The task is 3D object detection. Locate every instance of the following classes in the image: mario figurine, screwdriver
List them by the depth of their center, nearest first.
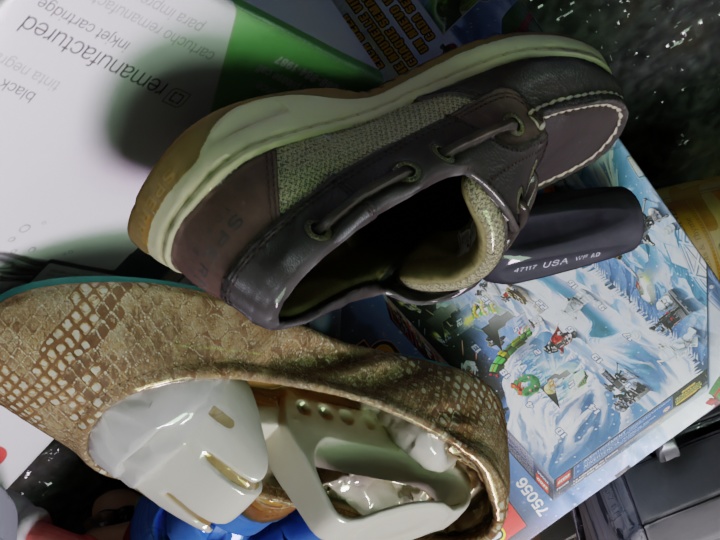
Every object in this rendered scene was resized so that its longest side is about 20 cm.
[{"bbox_3d":[0.000,0.000,0.834,0.199,0.028,0.029,-11,175,-17],"label":"screwdriver"},{"bbox_3d":[-0.072,0.095,0.992,0.200,0.123,0.106,-38,-171,42],"label":"mario figurine"}]

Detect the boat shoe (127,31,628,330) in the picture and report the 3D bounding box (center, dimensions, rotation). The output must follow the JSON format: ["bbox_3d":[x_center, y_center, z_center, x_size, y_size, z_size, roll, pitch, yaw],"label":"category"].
[{"bbox_3d":[0.018,-0.021,0.786,0.199,0.065,0.073,-19,151,-43],"label":"boat shoe"}]

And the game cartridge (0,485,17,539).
[{"bbox_3d":[-0.181,0.091,0.859,0.132,0.042,0.200,4,165,-12],"label":"game cartridge"}]

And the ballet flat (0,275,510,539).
[{"bbox_3d":[-0.028,0.050,0.807,0.199,0.066,0.071,11,133,-34],"label":"ballet flat"}]

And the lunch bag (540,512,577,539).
[{"bbox_3d":[0.147,0.166,1.136,0.163,0.201,0.118,-25,143,-7],"label":"lunch bag"}]

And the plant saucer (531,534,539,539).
[{"bbox_3d":[-0.003,0.142,1.004,0.200,0.201,0.034,-40,118,11],"label":"plant saucer"}]

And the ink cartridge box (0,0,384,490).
[{"bbox_3d":[-0.115,-0.033,0.795,0.200,0.085,0.146,-47,141,18],"label":"ink cartridge box"}]

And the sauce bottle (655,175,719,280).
[{"bbox_3d":[0.072,0.011,0.981,0.199,0.066,0.066,-15,139,-22],"label":"sauce bottle"}]

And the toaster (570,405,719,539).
[{"bbox_3d":[0.152,0.103,1.007,0.128,0.114,0.200,-17,143,1],"label":"toaster"}]

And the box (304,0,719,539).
[{"bbox_3d":[0.031,-0.010,0.895,0.137,0.040,0.200,-35,100,5],"label":"box"}]
